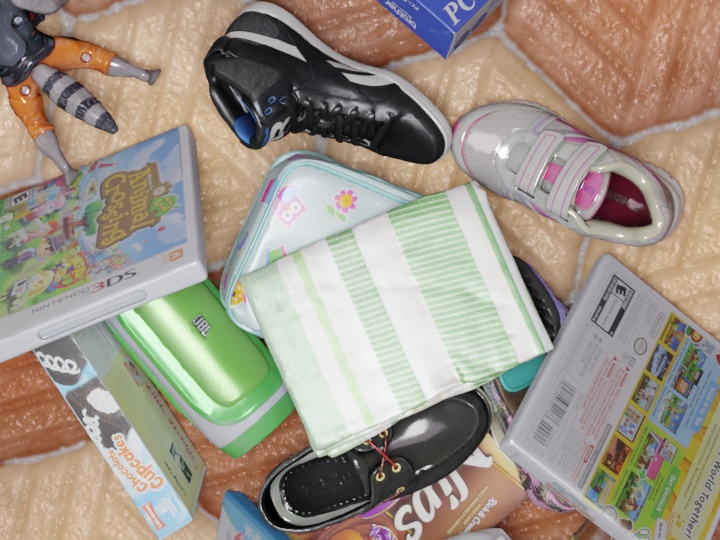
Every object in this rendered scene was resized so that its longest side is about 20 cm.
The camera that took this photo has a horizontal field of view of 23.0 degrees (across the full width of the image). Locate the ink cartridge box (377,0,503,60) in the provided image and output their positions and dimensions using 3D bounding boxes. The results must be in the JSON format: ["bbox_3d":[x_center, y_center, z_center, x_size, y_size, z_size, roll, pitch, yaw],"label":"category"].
[{"bbox_3d":[0.096,-0.260,1.333,0.094,0.044,0.200,41,69,8],"label":"ink cartridge box"}]

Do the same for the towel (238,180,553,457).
[{"bbox_3d":[0.028,0.035,1.340,0.198,0.023,0.154,-24,86,0],"label":"towel"}]

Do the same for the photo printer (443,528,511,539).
[{"bbox_3d":[0.059,0.303,1.404,0.198,0.069,0.168,-21,96,9],"label":"photo printer"}]

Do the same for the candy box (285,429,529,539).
[{"bbox_3d":[0.035,0.192,1.452,0.200,0.056,0.117,-39,95,10],"label":"candy box"}]

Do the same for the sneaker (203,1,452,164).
[{"bbox_3d":[-0.034,-0.117,1.375,0.199,0.112,0.073,31,140,5],"label":"sneaker"}]

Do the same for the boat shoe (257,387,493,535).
[{"bbox_3d":[0.012,0.149,1.375,0.200,0.063,0.074,-26,90,16],"label":"boat shoe"}]

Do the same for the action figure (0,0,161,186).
[{"bbox_3d":[-0.249,-0.194,1.388,0.193,0.105,0.200,40,99,-12],"label":"action figure"}]

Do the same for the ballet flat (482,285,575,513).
[{"bbox_3d":[0.119,0.098,1.390,0.071,0.069,0.202,-19,93,50],"label":"ballet flat"}]

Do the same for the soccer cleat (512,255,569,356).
[{"bbox_3d":[0.169,0.074,1.430,0.068,0.073,0.201,-41,77,38],"label":"soccer cleat"}]

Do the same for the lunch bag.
[{"bbox_3d":[0.000,0.000,1.400,0.198,0.077,0.162,23,92,-15],"label":"lunch bag"}]

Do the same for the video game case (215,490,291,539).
[{"bbox_3d":[-0.097,0.299,1.437,0.018,0.143,0.202,7,100,-27],"label":"video game case"}]

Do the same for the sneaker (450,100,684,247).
[{"bbox_3d":[0.165,-0.076,1.387,0.198,0.088,0.082,19,99,0],"label":"sneaker"}]

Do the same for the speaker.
[{"bbox_3d":[-0.139,0.052,1.426,0.088,0.088,0.200,-39,95,8],"label":"speaker"}]

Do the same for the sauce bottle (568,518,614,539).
[{"bbox_3d":[0.194,0.238,1.435,0.066,0.066,0.201,34,108,-2],"label":"sauce bottle"}]

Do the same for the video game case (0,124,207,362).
[{"bbox_3d":[-0.208,-0.024,1.368,0.180,0.201,0.022,-22,125,6],"label":"video game case"}]

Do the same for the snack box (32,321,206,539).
[{"bbox_3d":[-0.194,0.106,1.411,0.037,0.116,0.201,-30,101,8],"label":"snack box"}]

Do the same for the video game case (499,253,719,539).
[{"bbox_3d":[0.220,0.114,1.378,0.181,0.023,0.201,37,56,-8],"label":"video game case"}]
